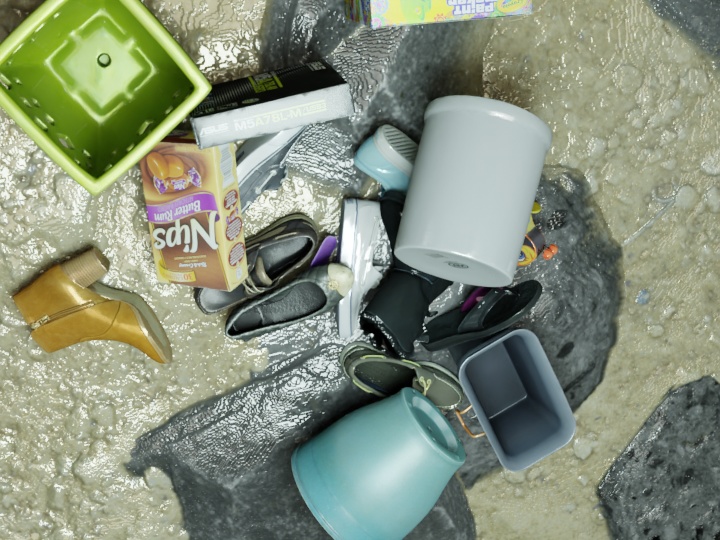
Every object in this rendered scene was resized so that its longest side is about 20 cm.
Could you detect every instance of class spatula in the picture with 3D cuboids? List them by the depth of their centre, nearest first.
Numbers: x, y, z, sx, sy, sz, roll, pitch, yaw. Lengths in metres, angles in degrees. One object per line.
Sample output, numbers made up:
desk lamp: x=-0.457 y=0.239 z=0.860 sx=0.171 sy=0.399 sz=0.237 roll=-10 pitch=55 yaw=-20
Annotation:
spatula: x=-0.100 y=0.029 z=1.487 sx=0.200 sy=0.056 sz=0.021 roll=-45 pitch=76 yaw=13

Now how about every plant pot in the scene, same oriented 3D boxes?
plant pot: x=-0.317 y=-0.241 z=1.284 sx=0.200 sy=0.182 sz=0.199 roll=-41 pitch=109 yaw=4
plant pot: x=0.037 y=0.271 z=1.486 sx=0.188 sy=0.200 sz=0.200 roll=-42 pitch=110 yaw=14

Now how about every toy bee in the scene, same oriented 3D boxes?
toy bee: x=0.224 y=-0.056 z=1.484 sx=0.131 sy=0.108 sz=0.201 roll=-58 pitch=138 yaw=-34

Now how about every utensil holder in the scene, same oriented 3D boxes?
utensil holder: x=0.143 y=-0.097 z=1.352 sx=0.169 sy=0.170 sz=0.201 roll=18 pitch=79 yaw=-15

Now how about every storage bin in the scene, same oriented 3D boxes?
storage bin: x=0.199 y=0.172 z=1.533 sx=0.145 sy=0.134 sz=0.201 roll=-30 pitch=109 yaw=-4

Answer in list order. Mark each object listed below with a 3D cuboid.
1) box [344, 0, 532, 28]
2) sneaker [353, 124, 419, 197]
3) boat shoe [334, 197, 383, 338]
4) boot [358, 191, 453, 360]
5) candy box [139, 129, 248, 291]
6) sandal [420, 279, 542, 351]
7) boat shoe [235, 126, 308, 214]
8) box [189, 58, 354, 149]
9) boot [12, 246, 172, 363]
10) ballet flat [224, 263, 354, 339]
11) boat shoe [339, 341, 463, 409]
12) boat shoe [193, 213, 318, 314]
box: x=0.089 y=-0.375 z=1.311 sx=0.199 sy=0.193 sz=0.123 roll=-7 pitch=108 yaw=-9
sneaker: x=0.072 y=-0.119 z=1.465 sx=0.082 sy=0.074 sz=0.200 roll=-33 pitch=119 yaw=33
boat shoe: x=0.000 y=0.000 z=1.476 sx=0.065 sy=0.074 sz=0.201 roll=3 pitch=108 yaw=-7
boot: x=0.050 y=0.013 z=1.443 sx=0.163 sy=0.073 sz=0.199 roll=-54 pitch=133 yaw=-22
candy box: x=-0.217 y=-0.078 z=1.373 sx=0.116 sy=0.056 sz=0.201 roll=6 pitch=117 yaw=22
sandal: x=0.163 y=0.059 z=1.489 sx=0.200 sy=0.076 sz=0.048 roll=-26 pitch=119 yaw=27
boat shoe: x=-0.129 y=-0.137 z=1.409 sx=0.200 sy=0.072 sz=0.068 roll=-44 pitch=116 yaw=11
box: x=-0.118 y=-0.211 z=1.320 sx=0.192 sy=0.200 sz=0.048 roll=-16 pitch=111 yaw=-4
boot: x=-0.366 y=0.078 z=1.442 sx=0.144 sy=0.071 sz=0.202 roll=-33 pitch=107 yaw=7
ballet flat: x=-0.095 y=0.050 z=1.439 sx=0.199 sy=0.057 sz=0.067 roll=-26 pitch=103 yaw=16
boat shoe: x=0.066 y=0.165 z=1.547 sx=0.201 sy=0.060 sz=0.072 roll=21 pitch=102 yaw=-16
boat shoe: x=-0.145 y=-0.007 z=1.446 sx=0.200 sy=0.073 sz=0.075 roll=-37 pitch=110 yaw=2
